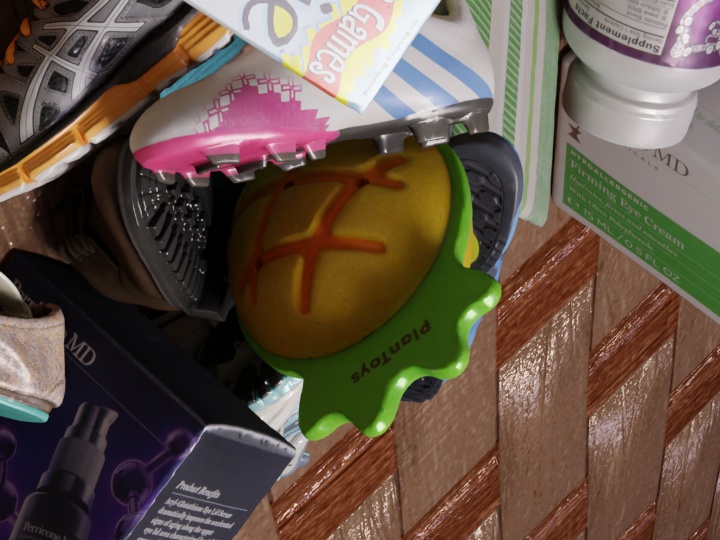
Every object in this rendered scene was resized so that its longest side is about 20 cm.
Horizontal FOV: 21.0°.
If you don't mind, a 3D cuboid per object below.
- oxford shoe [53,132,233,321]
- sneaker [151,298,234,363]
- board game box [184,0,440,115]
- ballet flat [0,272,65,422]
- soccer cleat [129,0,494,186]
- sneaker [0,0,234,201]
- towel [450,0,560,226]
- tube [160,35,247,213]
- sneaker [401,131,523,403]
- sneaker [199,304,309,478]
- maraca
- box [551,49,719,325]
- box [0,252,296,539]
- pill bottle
[{"bbox_3d":[-0.110,-0.017,0.925,0.200,0.084,0.073,85,13,-73],"label":"oxford shoe"},{"bbox_3d":[-0.071,0.033,1.093,0.200,0.076,0.092,-54,151,2],"label":"sneaker"},{"bbox_3d":[-0.061,-0.160,0.702,0.200,0.103,0.105,30,99,-34],"label":"board game box"},{"bbox_3d":[-0.203,0.014,0.847,0.200,0.068,0.068,27,73,-54],"label":"ballet flat"},{"bbox_3d":[-0.024,-0.090,0.866,0.199,0.087,0.070,-12,179,-41],"label":"soccer cleat"},{"bbox_3d":[-0.118,-0.098,0.839,0.200,0.077,0.078,-39,-173,4],"label":"sneaker"},{"bbox_3d":[0.071,-0.116,1.106,0.200,0.023,0.153,18,74,-65],"label":"towel"},{"bbox_3d":[-0.071,-0.069,0.989,0.077,0.050,0.200,-49,153,-20],"label":"tube"},{"bbox_3d":[0.049,-0.015,1.064,0.079,0.066,0.200,-57,169,-42],"label":"sneaker"},{"bbox_3d":[-0.073,0.100,1.050,0.200,0.078,0.086,-42,138,13],"label":"sneaker"},{"bbox_3d":[0.000,0.000,0.934,0.137,0.200,0.107,-40,127,13],"label":"maraca"},{"bbox_3d":[0.270,-0.098,1.344,0.200,0.199,0.172,-40,153,-23],"label":"box"},{"bbox_3d":[-0.157,0.117,0.969,0.200,0.148,0.104,-54,154,4],"label":"box"},{"bbox_3d":[0.185,-0.179,1.173,0.112,0.112,0.201,-26,139,-43],"label":"pill bottle"}]
